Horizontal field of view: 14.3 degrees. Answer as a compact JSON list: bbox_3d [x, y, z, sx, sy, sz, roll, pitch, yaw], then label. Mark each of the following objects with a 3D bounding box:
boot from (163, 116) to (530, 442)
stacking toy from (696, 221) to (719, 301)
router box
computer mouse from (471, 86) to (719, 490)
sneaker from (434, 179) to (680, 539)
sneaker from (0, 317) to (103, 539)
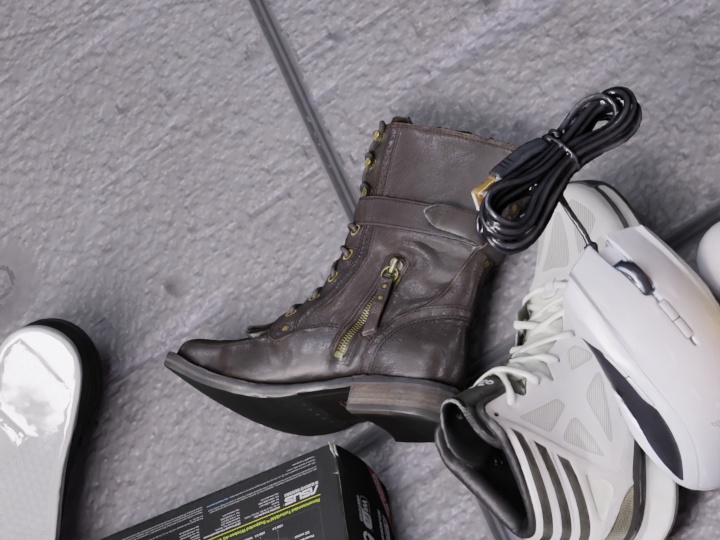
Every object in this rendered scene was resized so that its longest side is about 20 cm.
[{"bbox_3d":[0.000,0.000,1.556,0.199,0.069,0.175,6,72,27],"label":"boot"},{"bbox_3d":[0.237,0.009,1.390,0.200,0.146,0.147,25,87,49],"label":"stacking toy"},{"bbox_3d":[-0.072,0.198,1.508,0.199,0.062,0.150,-23,52,20],"label":"router box"},{"bbox_3d":[0.142,0.015,1.415,0.200,0.110,0.044,56,152,-4],"label":"computer mouse"},{"bbox_3d":[0.094,0.042,1.441,0.076,0.115,0.201,-31,59,49],"label":"sneaker"},{"bbox_3d":[-0.190,0.116,1.614,0.070,0.099,0.201,18,103,3],"label":"sneaker"}]
